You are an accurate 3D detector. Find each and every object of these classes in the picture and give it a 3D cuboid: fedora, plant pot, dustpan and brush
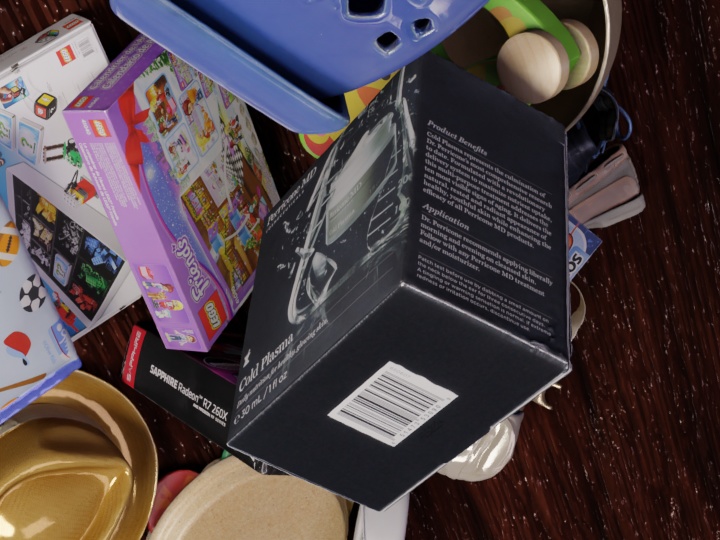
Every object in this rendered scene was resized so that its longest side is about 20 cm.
[{"bbox_3d":[-0.222,0.163,1.066,0.200,0.082,0.201,-4,97,-31],"label":"fedora"},{"bbox_3d":[0.109,-0.196,1.125,0.134,0.200,0.201,-37,134,-55],"label":"plant pot"},{"bbox_3d":[-0.046,-0.211,0.947,0.200,0.200,0.180,32,112,-25],"label":"plant pot"},{"bbox_3d":[0.011,0.182,1.259,0.057,0.140,0.200,8,105,0],"label":"dustpan and brush"}]

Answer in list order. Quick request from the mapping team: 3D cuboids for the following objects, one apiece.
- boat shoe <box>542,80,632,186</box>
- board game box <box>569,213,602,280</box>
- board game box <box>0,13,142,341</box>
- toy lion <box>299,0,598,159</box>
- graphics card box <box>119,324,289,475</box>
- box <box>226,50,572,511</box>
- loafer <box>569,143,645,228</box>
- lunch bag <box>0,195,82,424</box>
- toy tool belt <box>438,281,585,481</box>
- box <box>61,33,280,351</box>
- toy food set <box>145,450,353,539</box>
[{"bbox_3d":[0.176,-0.114,1.202,0.069,0.200,0.084,-27,112,27],"label":"boat shoe"},{"bbox_3d":[0.075,0.014,1.188,0.135,0.034,0.200,35,97,-28],"label":"board game box"},{"bbox_3d":[-0.202,-0.056,1.039,0.126,0.035,0.200,-34,126,-21],"label":"board game box"},{"bbox_3d":[0.041,-0.133,1.075,0.069,0.192,0.200,-29,157,-52],"label":"toy lion"},{"bbox_3d":[-0.069,0.091,1.094,0.125,0.200,0.051,8,101,-38],"label":"graphics card box"},{"bbox_3d":[0.026,0.009,0.956,0.124,0.197,0.200,27,134,-20],"label":"box"},{"bbox_3d":[0.160,-0.056,1.293,0.200,0.072,0.063,-20,104,-37],"label":"loafer"},{"bbox_3d":[-0.305,0.038,0.950,0.200,0.124,0.170,-40,130,-25],"label":"lunch bag"},{"bbox_3d":[0.111,0.080,1.296,0.200,0.125,0.123,-62,172,5],"label":"toy tool belt"},{"bbox_3d":[-0.120,-0.063,1.056,0.137,0.039,0.200,-56,138,-43],"label":"box"},{"bbox_3d":[-0.095,0.224,1.234,0.198,0.049,0.200,12,103,-39],"label":"toy food set"}]
